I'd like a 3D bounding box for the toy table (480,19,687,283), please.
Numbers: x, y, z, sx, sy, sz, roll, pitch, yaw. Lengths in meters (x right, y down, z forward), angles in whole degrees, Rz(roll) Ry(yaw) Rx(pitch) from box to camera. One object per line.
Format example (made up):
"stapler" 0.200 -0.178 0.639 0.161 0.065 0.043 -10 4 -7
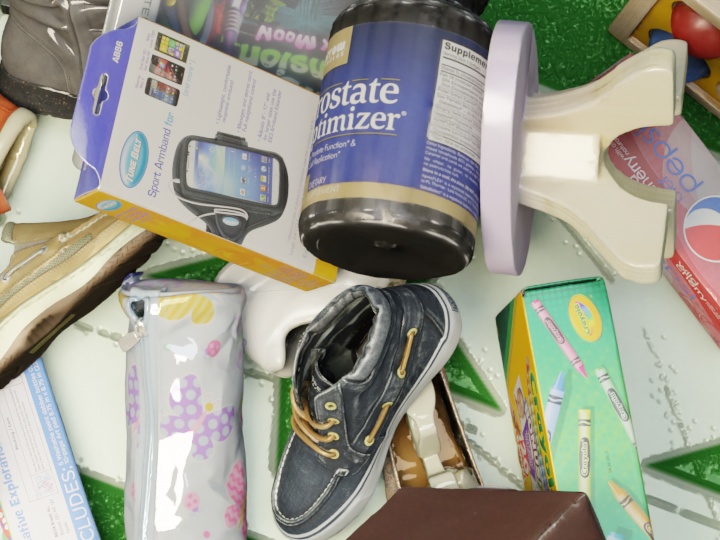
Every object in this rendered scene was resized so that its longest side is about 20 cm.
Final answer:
"toy table" 0.142 -0.074 1.503 0.117 0.200 0.184 5 66 11

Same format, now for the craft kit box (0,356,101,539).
"craft kit box" -0.288 0.129 1.550 0.197 0.049 0.201 -17 82 -10

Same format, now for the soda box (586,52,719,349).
"soda box" 0.215 -0.046 1.611 0.063 0.070 0.200 -36 85 -9

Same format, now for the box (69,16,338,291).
"box" -0.095 -0.075 1.497 0.199 0.041 0.119 22 68 -27

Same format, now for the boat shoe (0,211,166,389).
"boat shoe" -0.200 -0.004 1.518 0.200 0.072 0.076 -40 82 -4

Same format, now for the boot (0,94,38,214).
"boot" -0.290 -0.039 1.556 0.107 0.075 0.201 24 78 6

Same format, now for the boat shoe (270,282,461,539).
"boat shoe" -0.020 0.089 1.522 0.071 0.091 0.201 42 111 33

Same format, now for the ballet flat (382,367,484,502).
"ballet flat" 0.044 0.124 1.569 0.068 0.067 0.201 -19 83 -8

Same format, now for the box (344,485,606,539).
"box" 0.051 0.253 1.441 0.200 0.166 0.165 -38 112 -37

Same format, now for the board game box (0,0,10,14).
"board game box" -0.133 -0.218 1.628 0.199 0.028 0.136 14 80 -3

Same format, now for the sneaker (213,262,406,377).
"sneaker" 0.000 0.000 1.573 0.200 0.075 0.087 -35 61 -2

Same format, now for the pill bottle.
"pill bottle" 0.029 -0.103 1.496 0.111 0.112 0.201 9 72 -4

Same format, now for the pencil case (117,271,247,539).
"pencil case" -0.114 0.102 1.525 0.083 0.091 0.201 2 98 17

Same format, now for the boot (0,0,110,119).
"boot" -0.143 -0.154 1.559 0.199 0.132 0.070 8 41 -5

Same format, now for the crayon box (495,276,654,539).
"crayon box" 0.140 0.113 1.553 0.058 0.119 0.201 -9 81 -7

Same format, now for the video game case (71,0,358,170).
"video game case" -0.073 -0.138 1.548 0.199 0.023 0.182 9 104 -27

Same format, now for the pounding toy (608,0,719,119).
"pounding toy" 0.275 -0.143 1.575 0.200 0.184 0.142 38 80 2
